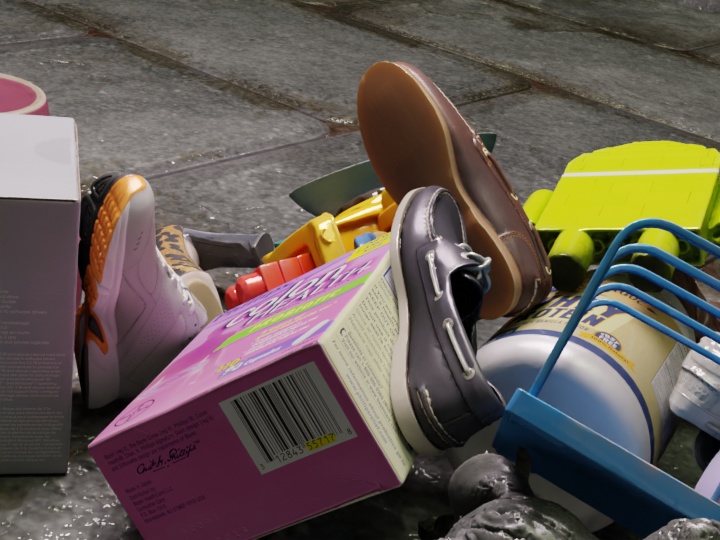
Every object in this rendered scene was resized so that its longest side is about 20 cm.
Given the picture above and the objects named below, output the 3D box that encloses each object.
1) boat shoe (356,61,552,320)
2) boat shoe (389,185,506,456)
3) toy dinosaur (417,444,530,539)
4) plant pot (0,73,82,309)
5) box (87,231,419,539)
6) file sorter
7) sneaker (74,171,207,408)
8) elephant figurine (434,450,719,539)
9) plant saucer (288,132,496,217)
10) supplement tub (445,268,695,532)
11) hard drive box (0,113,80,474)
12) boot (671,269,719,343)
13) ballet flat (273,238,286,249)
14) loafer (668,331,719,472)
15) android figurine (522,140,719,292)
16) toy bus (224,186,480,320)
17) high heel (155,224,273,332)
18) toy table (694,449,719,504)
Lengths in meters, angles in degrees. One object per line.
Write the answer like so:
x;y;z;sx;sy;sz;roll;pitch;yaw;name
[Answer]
0.066;-0.057;0.839;0.070;0.070;0.201;-15;75;-49;boat shoe
0.060;0.020;0.728;0.062;0.073;0.201;-24;40;27;boat shoe
0.086;0.164;0.701;0.088;0.200;0.047;43;64;5;toy dinosaur
-0.323;-0.060;0.972;0.199;0.180;0.200;7;23;-3;plant pot
-0.042;0.075;0.766;0.175;0.097;0.200;-25;11;25;box
0.163;0.072;0.644;0.138;0.123;0.200;30;-10;11;file sorter
-0.151;0.012;0.843;0.091;0.201;0.076;-5;45;-22;sneaker
0.068;0.159;0.588;0.154;0.201;0.142;3;30;-7;elephant figurine
0.034;-0.080;1.100;0.199;0.036;0.200;-16;-2;-1;plant saucer
0.159;0.085;0.860;0.144;0.145;0.200;19;26;22;supplement tub
-0.234;0.012;0.817;0.076;0.201;0.156;2;24;-15;hard drive box
0.268;0.008;1.014;0.064;0.200;0.187;-30;17;19;boot
0.000;-0.016;1.099;0.199;0.072;0.072;-13;7;38;ballet flat
0.263;0.117;0.836;0.070;0.070;0.200;39;-6;48;loafer
0.206;-0.045;0.901;0.181;0.041;0.200;-1;29;24;android figurine
0.000;0.000;0.927;0.191;0.136;0.200;-13;-11;-31;toy bus
-0.178;0.021;1.011;0.142;0.072;0.200;1;27;29;high heel
0.322;0.153;0.757;0.199;0.185;0.117;-31;24;-19;toy table
